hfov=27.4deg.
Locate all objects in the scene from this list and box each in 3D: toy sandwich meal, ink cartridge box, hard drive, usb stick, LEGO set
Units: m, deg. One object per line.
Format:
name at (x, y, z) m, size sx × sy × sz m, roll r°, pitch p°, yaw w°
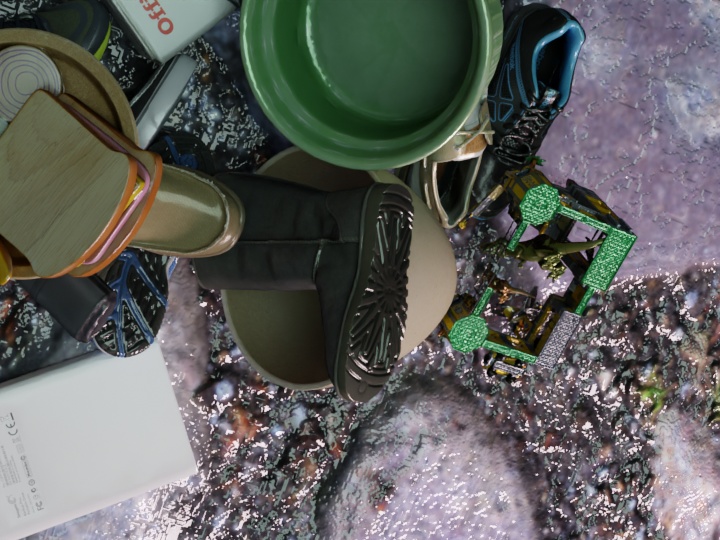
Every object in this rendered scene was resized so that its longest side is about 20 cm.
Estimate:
toy sandwich meal at (-0.251, -0.080, 1.080) m, size 0.204 × 0.070 × 0.207 m, roll 0°, pitch 94°, yaw 6°
ink cartridge box at (-0.132, -0.282, 1.186) m, size 0.200 × 0.083 × 0.147 m, roll -37°, pitch 110°, yaw -9°
hard drive at (-0.252, 0.146, 1.264) m, size 0.199 × 0.027 × 0.133 m, roll -19°, pitch 106°, yaw -14°
usb stick at (-0.272, -0.024, 1.166) m, size 0.200 × 0.033 × 0.056 m, roll 43°, pitch 119°, yaw 11°
LEGO set at (0.144, -0.013, 1.323) m, size 0.153 × 0.116 × 0.201 m, roll 11°, pitch 113°, yaw -22°

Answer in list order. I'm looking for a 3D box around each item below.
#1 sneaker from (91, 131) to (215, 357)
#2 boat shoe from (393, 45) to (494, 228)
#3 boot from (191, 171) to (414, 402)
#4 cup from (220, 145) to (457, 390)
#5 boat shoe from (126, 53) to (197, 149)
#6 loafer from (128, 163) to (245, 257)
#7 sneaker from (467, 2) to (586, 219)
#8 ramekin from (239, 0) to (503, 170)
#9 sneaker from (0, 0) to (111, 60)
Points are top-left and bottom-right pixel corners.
sneaker at (-0.184, -0.025, 1.230) m, size 0.075 × 0.077 × 0.201 m, roll 28°, pitch 74°, yaw -22°
boat shoe at (0.081, -0.122, 1.246) m, size 0.074 × 0.068 × 0.201 m, roll -23°, pitch 145°, yaw -26°
boot at (-0.057, 0.008, 1.157) m, size 0.072 × 0.199 × 0.183 m, roll 30°, pitch 67°, yaw -53°
cup at (0.000, 0.000, 1.248) m, size 0.143 × 0.200 × 0.202 m, roll 5°, pitch 101°, yaw -49°
boat shoe at (-0.213, -0.105, 1.209) m, size 0.066 × 0.070 × 0.200 m, roll 37°, pitch 95°, yaw -9°
loafer at (-0.189, -0.055, 1.145) m, size 0.199 × 0.067 × 0.077 m, roll 13°, pitch 98°, yaw 3°
sneaker at (0.137, -0.140, 1.308) m, size 0.073 × 0.082 × 0.201 m, roll 15°, pitch 97°, yaw -23°
ramekin at (0.015, -0.184, 1.141) m, size 0.199 × 0.098 × 0.201 m, roll 5°, pitch 106°, yaw 18°
sneaker at (-0.288, -0.168, 1.147) m, size 0.199 × 0.074 × 0.081 m, roll -26°, pitch 148°, yaw -13°
